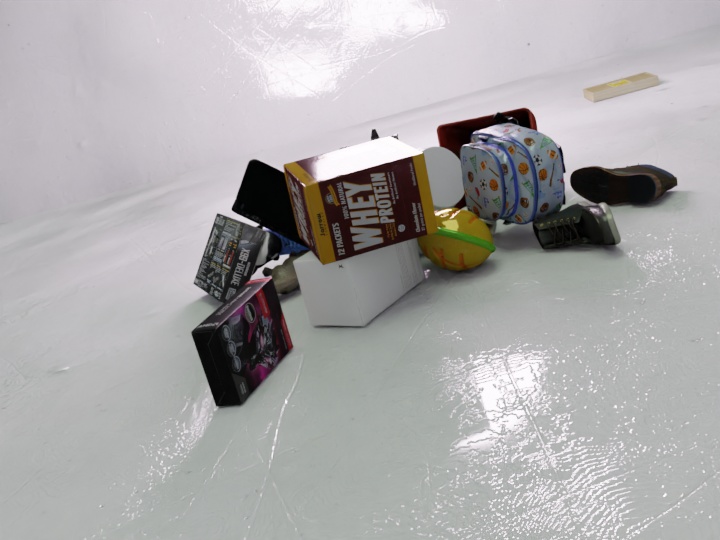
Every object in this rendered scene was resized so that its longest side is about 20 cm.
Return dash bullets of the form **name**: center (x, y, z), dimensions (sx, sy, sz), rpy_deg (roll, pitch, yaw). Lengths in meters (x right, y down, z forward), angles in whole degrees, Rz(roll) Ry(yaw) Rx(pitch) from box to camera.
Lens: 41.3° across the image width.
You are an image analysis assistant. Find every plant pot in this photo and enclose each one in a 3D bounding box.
- **plant pot**: center (0.294, -0.224, 1.996), dimensions (0.198, 0.202, 0.176), rpy_deg (-8, 5, 25)

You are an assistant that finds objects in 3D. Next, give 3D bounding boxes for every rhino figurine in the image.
- **rhino figurine**: center (-0.149, 0.015, 1.833), dimensions (0.087, 0.060, 0.200), rpy_deg (-7, 20, 39)

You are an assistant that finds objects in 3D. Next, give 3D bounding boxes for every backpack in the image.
- **backpack**: center (0.277, -0.171, 1.721), dimensions (0.153, 0.202, 0.190), rpy_deg (-25, 22, -28)

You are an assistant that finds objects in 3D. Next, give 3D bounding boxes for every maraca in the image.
- **maraca**: center (0.152, -0.057, 1.687), dimensions (0.136, 0.108, 0.199), rpy_deg (22, -6, -35)

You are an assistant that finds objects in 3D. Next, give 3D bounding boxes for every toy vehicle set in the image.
- **toy vehicle set**: center (0.779, -0.551, 2.861), dimensions (0.198, 0.027, 0.124), rpy_deg (-15, 17, 5)

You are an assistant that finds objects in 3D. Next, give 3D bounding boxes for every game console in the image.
- **game console**: center (-0.139, -0.126, 1.873), dimensions (0.199, 0.117, 0.176), rpy_deg (26, 5, -1)

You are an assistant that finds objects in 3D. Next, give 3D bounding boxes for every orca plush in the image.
- **orca plush**: center (-0.198, -0.019, 1.907), dimensions (0.200, 0.071, 0.106), rpy_deg (-44, 37, 43)

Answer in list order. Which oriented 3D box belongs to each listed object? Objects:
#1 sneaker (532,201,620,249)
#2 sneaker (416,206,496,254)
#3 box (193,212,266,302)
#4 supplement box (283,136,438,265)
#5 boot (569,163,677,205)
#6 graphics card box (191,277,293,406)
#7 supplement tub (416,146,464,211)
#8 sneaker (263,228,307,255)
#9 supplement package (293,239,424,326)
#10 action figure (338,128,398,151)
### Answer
- **sneaker**: center (0.363, -0.064, 1.612), dimensions (0.105, 0.075, 0.200), rpy_deg (-21, 7, -2)
- **sneaker**: center (0.166, -0.076, 1.819), dimensions (0.199, 0.071, 0.080), rpy_deg (-18, 19, -10)
- **box**: center (-0.263, -0.024, 1.898), dimensions (0.049, 0.159, 0.200), rpy_deg (19, 0, -26)
- **supplement box**: center (-0.004, -0.121, 1.582), dimensions (0.198, 0.134, 0.197), rpy_deg (-16, 19, -10)
- **boot**: center (0.502, -0.165, 1.820), dimensions (0.096, 0.075, 0.199), rpy_deg (-13, 19, -38)
- **graphics card box**: center (-0.175, 0.104, 1.451), dimensions (0.050, 0.126, 0.200), rpy_deg (-8, 18, 24)
- **supplement tub**: center (0.112, -0.162, 1.930), dimensions (0.144, 0.146, 0.200), rpy_deg (-25, 0, -28)
- **sneaker**: center (-0.127, -0.070, 2.004), dimensions (0.110, 0.077, 0.199), rpy_deg (-9, -5, 30)
- **supplement package**: center (0.000, 0.000, 1.632), dimensions (0.119, 0.122, 0.200), rpy_deg (-1, 21, 37)
- **action figure**: center (0.020, -0.151, 1.760), dimensions (0.198, 0.195, 0.105), rpy_deg (-12, -15, -23)
